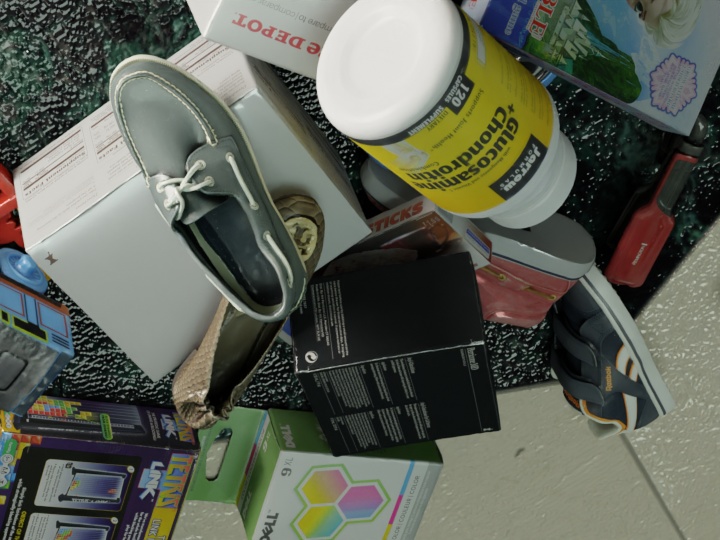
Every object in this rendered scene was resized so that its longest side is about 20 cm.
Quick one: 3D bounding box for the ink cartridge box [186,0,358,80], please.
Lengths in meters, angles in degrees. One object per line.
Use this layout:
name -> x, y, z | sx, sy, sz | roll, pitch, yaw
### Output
ink cartridge box -> -0.011, -0.234, 1.243 | 0.144, 0.084, 0.201 | 17, 117, -28

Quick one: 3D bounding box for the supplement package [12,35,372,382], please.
supplement package -> -0.122, -0.049, 1.322 | 0.199, 0.111, 0.156 | -34, 126, 9

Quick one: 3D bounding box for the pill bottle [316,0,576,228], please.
pill bottle -> 0.067, -0.103, 1.248 | 0.112, 0.112, 0.200 | -41, 140, 14

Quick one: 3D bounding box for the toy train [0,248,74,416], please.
toy train -> -0.293, 0.017, 1.287 | 0.199, 0.115, 0.087 | 31, 111, -32

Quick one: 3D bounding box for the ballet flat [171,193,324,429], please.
ballet flat -> -0.078, 0.035, 1.295 | 0.067, 0.046, 0.201 | 16, 119, -29

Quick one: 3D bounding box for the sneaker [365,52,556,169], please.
sneaker -> 0.076, -0.151, 1.335 | 0.199, 0.071, 0.083 | -36, 132, 13

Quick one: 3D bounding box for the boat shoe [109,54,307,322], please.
boat shoe -> -0.100, -0.052, 1.208 | 0.072, 0.062, 0.201 | -30, 103, 11

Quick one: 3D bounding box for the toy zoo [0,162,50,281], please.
toy zoo -> -0.302, -0.025, 1.341 | 0.131, 0.021, 0.200 | -33, 127, 7

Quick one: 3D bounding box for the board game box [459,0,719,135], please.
board game box -> 0.189, -0.224, 1.292 | 0.198, 0.041, 0.201 | 21, 93, -28

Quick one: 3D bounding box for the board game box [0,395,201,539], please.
board game box -> -0.236, 0.199, 1.495 | 0.164, 0.057, 0.201 | 8, 121, -24

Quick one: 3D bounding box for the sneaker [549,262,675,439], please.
sneaker -> 0.195, 0.070, 1.519 | 0.079, 0.079, 0.201 | -32, 128, 0

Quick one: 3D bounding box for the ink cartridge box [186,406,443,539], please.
ink cartridge box -> -0.042, 0.176, 1.533 | 0.198, 0.059, 0.104 | 7, 122, -21

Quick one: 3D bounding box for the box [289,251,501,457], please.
box -> 0.030, 0.068, 1.405 | 0.140, 0.080, 0.200 | -7, 156, 4

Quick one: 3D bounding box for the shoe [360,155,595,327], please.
shoe -> 0.077, -0.020, 1.426 | 0.199, 0.072, 0.091 | 21, 131, -16

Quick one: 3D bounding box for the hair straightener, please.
hair straightener -> 0.232, -0.078, 1.434 | 0.041, 0.077, 0.201 | 11, 138, -1

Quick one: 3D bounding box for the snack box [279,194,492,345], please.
snack box -> 0.000, 0.000, 1.396 | 0.199, 0.024, 0.072 | -23, 133, 33
